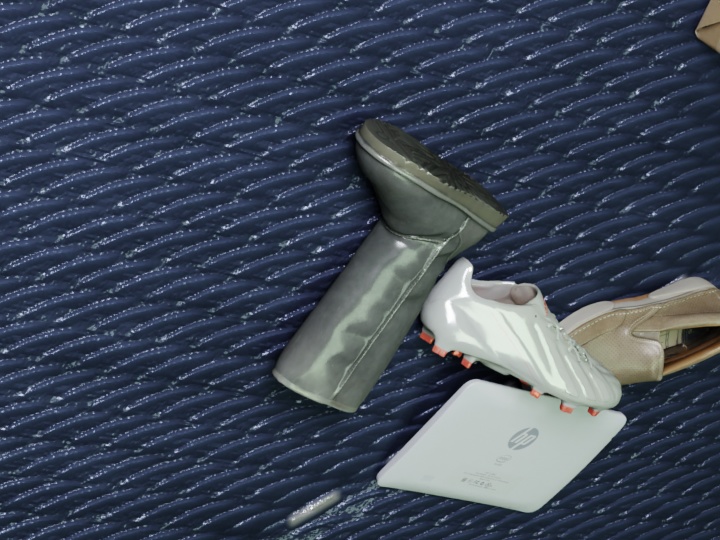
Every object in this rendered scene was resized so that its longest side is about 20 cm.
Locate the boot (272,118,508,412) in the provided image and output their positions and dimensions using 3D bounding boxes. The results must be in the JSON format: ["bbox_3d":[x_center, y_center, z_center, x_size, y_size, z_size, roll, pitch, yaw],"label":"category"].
[{"bbox_3d":[0.000,0.001,1.736,0.200,0.073,0.182,-45,137,11],"label":"boot"}]

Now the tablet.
[{"bbox_3d":[0.118,0.147,1.954,0.200,0.014,0.130,14,127,-44],"label":"tablet"}]

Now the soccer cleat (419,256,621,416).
[{"bbox_3d":[0.136,0.054,1.856,0.200,0.069,0.078,24,101,-30],"label":"soccer cleat"}]

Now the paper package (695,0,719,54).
[{"bbox_3d":[0.388,-0.222,1.826,0.200,0.103,0.191,6,117,-40],"label":"paper package"}]

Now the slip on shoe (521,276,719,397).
[{"bbox_3d":[0.227,0.065,1.960,0.200,0.061,0.076,-17,132,-27],"label":"slip on shoe"}]
